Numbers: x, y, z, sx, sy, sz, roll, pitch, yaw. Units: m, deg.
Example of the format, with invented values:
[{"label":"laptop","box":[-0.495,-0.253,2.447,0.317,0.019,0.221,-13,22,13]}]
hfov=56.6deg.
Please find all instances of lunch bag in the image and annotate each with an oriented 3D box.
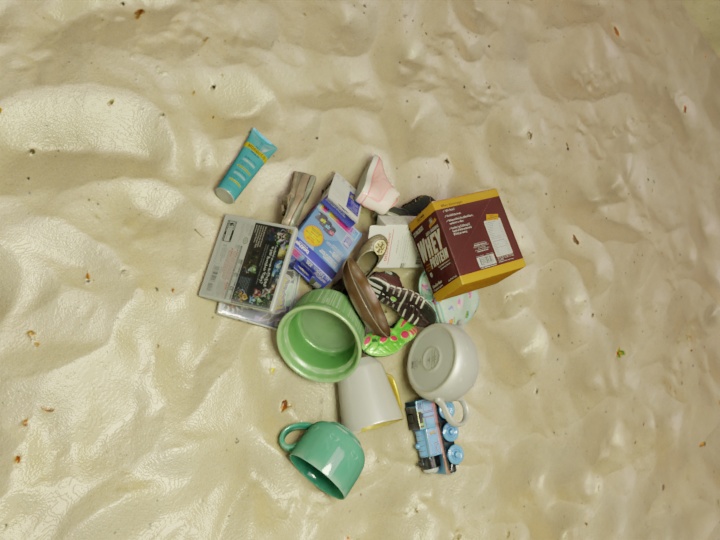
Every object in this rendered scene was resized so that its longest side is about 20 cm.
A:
[{"label":"lunch bag","box":[0.223,0.059,1.709,0.160,0.076,0.203,-41,128,-27]}]

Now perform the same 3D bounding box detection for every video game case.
[{"label":"video game case","box":[-0.228,0.026,1.550,0.178,0.023,0.205,18,70,-23]},{"label":"video game case","box":[-0.248,-0.017,1.493,0.177,0.023,0.205,11,70,12]}]

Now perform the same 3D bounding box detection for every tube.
[{"label":"tube","box":[-0.272,-0.247,1.588,0.077,0.050,0.203,41,57,-21]}]

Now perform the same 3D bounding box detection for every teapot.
[{"label":"teapot","box":[0.216,0.233,1.603,0.144,0.197,0.203,25,100,-36]}]

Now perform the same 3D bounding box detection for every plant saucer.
[{"label":"plant saucer","box":[0.009,0.067,1.516,0.032,0.200,0.203,-29,92,8]}]

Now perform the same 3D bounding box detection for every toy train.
[{"label":"toy train","box":[0.180,0.402,1.639,0.111,0.087,0.206,-8,82,-20]}]

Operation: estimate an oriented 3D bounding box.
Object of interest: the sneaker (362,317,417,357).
[{"label":"sneaker","box":[0.066,0.174,1.611,0.198,0.084,0.077,-13,61,-52]}]

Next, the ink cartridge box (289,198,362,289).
[{"label":"ink cartridge box","box":[-0.101,-0.051,1.588,0.136,0.076,0.202,41,53,-10]}]

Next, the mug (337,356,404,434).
[{"label":"mug","box":[0.014,0.291,1.566,0.146,0.187,0.157,-17,73,2]}]

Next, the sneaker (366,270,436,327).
[{"label":"sneaker","box":[0.107,0.055,1.664,0.197,0.077,0.116,31,26,-1]}]

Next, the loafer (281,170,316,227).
[{"label":"loafer","box":[-0.161,-0.167,1.596,0.062,0.073,0.202,23,43,-3]}]

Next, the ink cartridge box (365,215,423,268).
[{"label":"ink cartridge box","box":[0.097,-0.073,1.685,0.194,0.067,0.119,0,117,-20]}]

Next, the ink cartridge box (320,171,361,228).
[{"label":"ink cartridge box","box":[-0.044,-0.167,1.623,0.099,0.039,0.201,42,21,-13]}]

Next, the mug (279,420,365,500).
[{"label":"mug","box":[-0.075,0.393,1.461,0.185,0.151,0.115,46,62,-11]}]

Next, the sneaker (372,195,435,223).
[{"label":"sneaker","box":[0.118,-0.154,1.764,0.196,0.075,0.109,15,60,-26]}]

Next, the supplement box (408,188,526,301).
[{"label":"supplement box","box":[0.251,-0.062,1.594,0.193,0.133,0.205,-14,77,-26]}]

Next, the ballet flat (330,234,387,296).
[{"label":"ballet flat","box":[0.000,0.000,1.614,0.067,0.046,0.201,41,91,-28]}]

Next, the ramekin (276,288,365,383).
[{"label":"ramekin","box":[-0.082,0.140,1.499,0.200,0.199,0.098,43,31,-11]}]

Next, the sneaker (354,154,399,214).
[{"label":"sneaker","box":[0.049,-0.211,1.697,0.103,0.076,0.202,28,36,-11]}]
